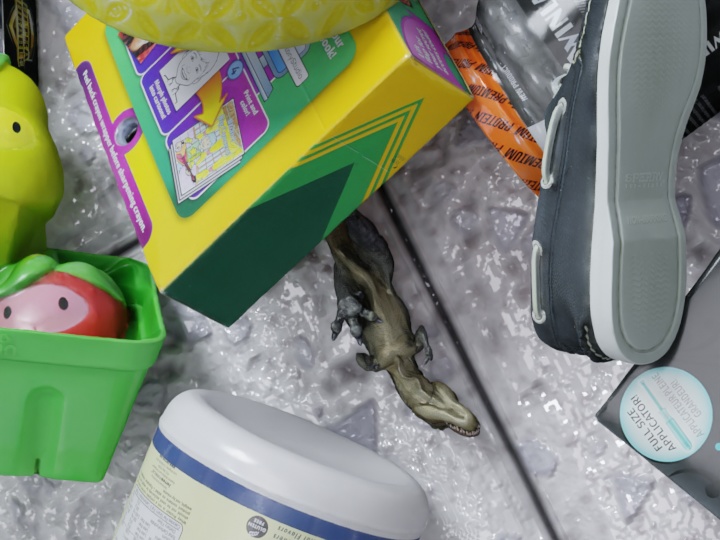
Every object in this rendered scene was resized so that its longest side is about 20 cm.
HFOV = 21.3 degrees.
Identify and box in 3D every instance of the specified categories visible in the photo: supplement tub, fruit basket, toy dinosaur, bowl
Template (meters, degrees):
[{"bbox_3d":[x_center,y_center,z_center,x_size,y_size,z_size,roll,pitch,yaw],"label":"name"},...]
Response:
[{"bbox_3d":[0.143,-0.129,0.931,0.200,0.122,0.123,-38,77,11],"label":"supplement tub"},{"bbox_3d":[-0.064,0.177,0.965,0.144,0.145,0.201,23,94,17],"label":"supplement tub"},{"bbox_3d":[-0.202,-0.008,0.997,0.214,0.156,0.217,-3,109,-9],"label":"fruit basket"},{"bbox_3d":[0.000,0.000,0.985,0.047,0.088,0.201,-24,81,4],"label":"toy dinosaur"},{"bbox_3d":[-0.058,-0.207,0.887,0.198,0.108,0.201,1,47,-1],"label":"bowl"}]

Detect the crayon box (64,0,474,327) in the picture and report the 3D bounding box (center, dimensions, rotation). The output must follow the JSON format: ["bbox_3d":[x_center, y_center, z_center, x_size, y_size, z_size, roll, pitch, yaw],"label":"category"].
[{"bbox_3d":[-0.053,-0.103,0.970,0.172,0.058,0.201,-41,48,18],"label":"crayon box"}]

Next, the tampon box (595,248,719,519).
[{"bbox_3d":[0.234,0.036,0.890,0.150,0.126,0.201,38,98,16],"label":"tampon box"}]

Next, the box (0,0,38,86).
[{"bbox_3d":[-0.267,-0.195,1.101,0.158,0.046,0.202,-5,85,17],"label":"box"}]

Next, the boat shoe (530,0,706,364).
[{"bbox_3d":[0.108,-0.060,0.851,0.060,0.075,0.202,5,87,45],"label":"boat shoe"}]
